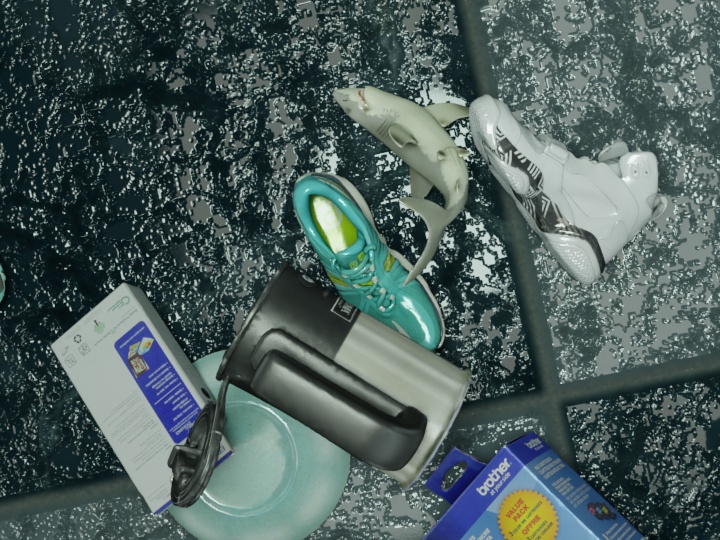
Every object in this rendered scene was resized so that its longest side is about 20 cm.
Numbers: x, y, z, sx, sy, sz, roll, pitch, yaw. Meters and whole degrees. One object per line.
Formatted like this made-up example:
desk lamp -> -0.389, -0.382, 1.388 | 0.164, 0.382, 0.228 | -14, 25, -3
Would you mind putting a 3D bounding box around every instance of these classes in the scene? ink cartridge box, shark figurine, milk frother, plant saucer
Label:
ink cartridge box -> -0.198, 0.119, 0.943 | 0.099, 0.039, 0.200 | -38, 71, 7
shark figurine -> 0.058, -0.079, 0.906 | 0.128, 0.215, 0.090 | -2, 135, -22
ink cartridge box -> 0.147, 0.240, 0.891 | 0.200, 0.076, 0.137 | 44, 111, 22
milk frother -> -0.040, 0.132, 0.851 | 0.188, 0.181, 0.200 | 31, 119, 1
plant saucer -> -0.111, 0.175, 0.963 | 0.200, 0.039, 0.202 | 0, 92, 6

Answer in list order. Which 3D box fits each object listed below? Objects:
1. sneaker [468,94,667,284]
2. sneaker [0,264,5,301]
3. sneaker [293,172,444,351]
sneaker -> 0.185, -0.093, 0.892 | 0.115, 0.075, 0.200 | -38, 108, 2
sneaker -> -0.430, -0.024, 0.960 | 0.200, 0.091, 0.078 | 36, 96, 3
sneaker -> 0.000, 0.000, 0.916 | 0.077, 0.080, 0.200 | -37, 90, 7
